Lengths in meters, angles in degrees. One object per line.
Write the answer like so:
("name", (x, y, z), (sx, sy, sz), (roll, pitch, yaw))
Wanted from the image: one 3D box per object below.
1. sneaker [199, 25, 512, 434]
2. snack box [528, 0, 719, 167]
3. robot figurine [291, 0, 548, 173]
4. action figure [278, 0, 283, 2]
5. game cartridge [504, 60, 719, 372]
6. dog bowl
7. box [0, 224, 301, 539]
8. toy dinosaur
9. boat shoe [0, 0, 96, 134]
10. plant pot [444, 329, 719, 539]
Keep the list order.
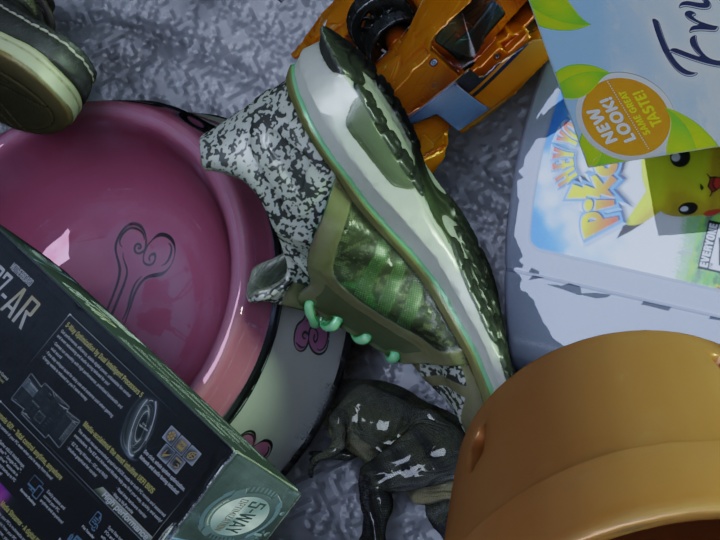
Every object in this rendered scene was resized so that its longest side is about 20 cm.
("sneaker", (0.000, 0.000, 1.172), (0.088, 0.077, 0.200), (-24, 111, 12))
("snack box", (0.138, -0.149, 1.071), (0.168, 0.068, 0.200), (-8, 118, 25))
("robot figurine", (0.063, -0.134, 1.216), (0.200, 0.058, 0.145), (-44, 32, 9))
("action figure", (-0.100, -0.202, 1.271), (0.200, 0.102, 0.119), (39, 81, 18))
("game cartridge", (0.134, -0.042, 1.219), (0.133, 0.040, 0.200), (12, 85, 20))
("dog bowl", (-0.108, 0.016, 1.234), (0.200, 0.074, 0.201), (-8, 71, 22))
("box", (-0.136, 0.092, 1.127), (0.160, 0.044, 0.200), (-53, 45, 0))
("toy dinosaur", (0.029, 0.095, 1.223), (0.200, 0.047, 0.088), (18, 80, 13))
("boat shoe", (-0.167, -0.112, 1.251), (0.066, 0.072, 0.201), (-48, 32, -14))
("plant pot", (0.115, 0.118, 1.119), (0.200, 0.200, 0.140), (-22, 37, 11))
